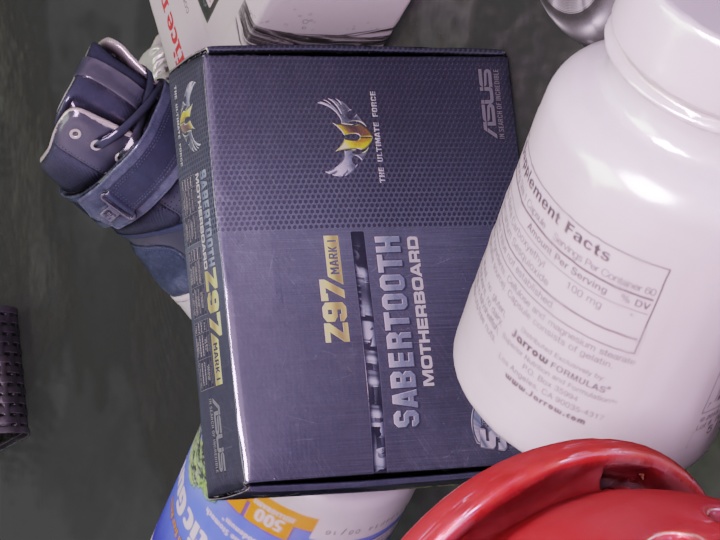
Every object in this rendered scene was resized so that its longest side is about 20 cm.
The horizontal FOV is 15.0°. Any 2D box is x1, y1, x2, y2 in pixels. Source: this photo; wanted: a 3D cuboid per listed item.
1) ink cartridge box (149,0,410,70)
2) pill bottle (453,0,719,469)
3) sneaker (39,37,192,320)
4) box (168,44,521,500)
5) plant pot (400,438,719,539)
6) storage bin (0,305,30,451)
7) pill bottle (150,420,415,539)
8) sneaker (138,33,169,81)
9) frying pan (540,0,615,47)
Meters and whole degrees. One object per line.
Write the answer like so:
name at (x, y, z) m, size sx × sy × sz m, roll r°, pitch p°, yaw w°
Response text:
ink cartridge box at (-0.038, -0.176, 1.391) m, size 0.200 × 0.084 × 0.147 m, roll -56°, pitch 44°, yaw 50°
pill bottle at (0.115, -0.026, 1.048) m, size 0.115 × 0.114 × 0.201 m, roll 62°, pitch 144°, yaw 43°
sneaker at (-0.067, -0.066, 1.347) m, size 0.202 × 0.146 × 0.077 m, roll -30°, pitch 24°, yaw 37°
box at (0.000, 0.000, 1.241) m, size 0.051 × 0.157 × 0.201 m, roll 156°, pitch 110°, yaw -63°
plant pot at (0.100, 0.167, 0.967) m, size 0.182 × 0.200 × 0.201 m, roll 40°, pitch 128°, yaw 45°
storage bin at (-0.328, 0.090, 1.955) m, size 0.200 × 0.135 × 0.094 m, roll -26°, pitch 69°, yaw 62°
pill bottle at (-0.047, 0.135, 1.400) m, size 0.200 × 0.112 × 0.112 m, roll -65°, pitch 37°, yaw 43°
sneaker at (-0.103, -0.086, 1.513) m, size 0.200 × 0.076 × 0.081 m, roll -138°, pitch 58°, yaw -75°
frying pan at (0.109, -0.179, 1.155) m, size 0.115 × 0.031 × 0.191 m, roll -125°, pitch 38°, yaw -47°
